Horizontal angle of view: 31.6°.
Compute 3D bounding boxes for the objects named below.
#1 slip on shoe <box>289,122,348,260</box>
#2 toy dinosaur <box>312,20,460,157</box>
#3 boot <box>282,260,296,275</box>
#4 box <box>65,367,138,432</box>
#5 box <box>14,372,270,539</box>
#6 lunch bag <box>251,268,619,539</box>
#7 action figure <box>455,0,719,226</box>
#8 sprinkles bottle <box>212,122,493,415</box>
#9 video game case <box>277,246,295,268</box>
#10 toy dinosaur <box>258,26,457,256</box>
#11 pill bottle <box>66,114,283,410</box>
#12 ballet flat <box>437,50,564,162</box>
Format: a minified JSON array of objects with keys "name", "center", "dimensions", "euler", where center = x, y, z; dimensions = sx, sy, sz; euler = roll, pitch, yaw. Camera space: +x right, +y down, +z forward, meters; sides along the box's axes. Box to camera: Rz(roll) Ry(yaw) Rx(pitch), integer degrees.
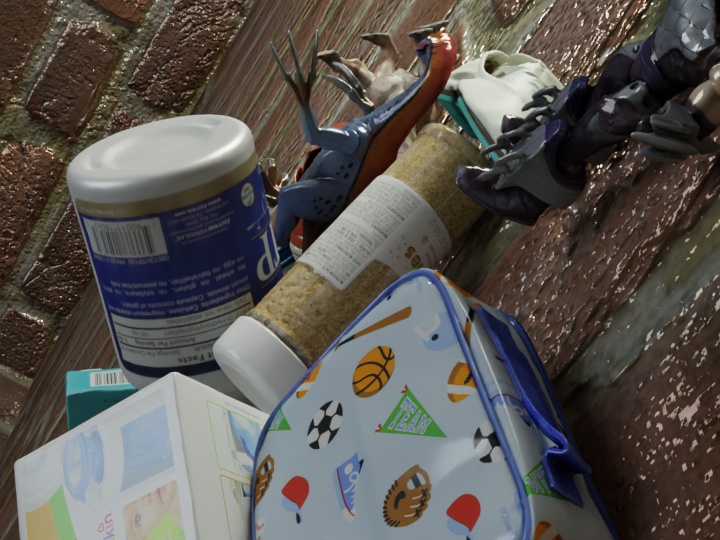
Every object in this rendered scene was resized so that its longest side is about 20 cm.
[{"name":"slip on shoe","center":[-0.018,-0.077,1.026],"dimensions":[0.201,0.073,0.062],"euler":[-72,-19,-58]},{"name":"toy dinosaur","center":[0.032,-0.112,0.968],"dimensions":[0.200,0.085,0.137],"euler":[-48,-51,-67]},{"name":"boot","center":[-0.054,0.097,0.916],"dimensions":[0.199,0.069,0.175],"euler":[-40,36,16]},{"name":"box","center":[-0.176,0.176,0.966],"dimensions":[0.049,0.081,0.203],"euler":[-129,36,-71]},{"name":"box","center":[-0.084,0.171,0.606],"dimensions":[0.112,0.101,0.202],"euler":[-29,55,21]},{"name":"lunch bag","center":[0.027,0.102,0.541],"dimensions":[0.160,0.075,0.201],"euler":[-45,33,19]},{"name":"action figure","center":[0.133,-0.090,0.604],"dimensions":[0.200,0.069,0.131],"euler":[-39,22,50]},{"name":"sprinkles bottle","center":[0.000,0.000,0.773],"dimensions":[0.200,0.068,0.068],"euler":[-47,11,-16]},{"name":"video game case","center":[-0.096,0.017,1.075],"dimensions":[0.199,0.018,0.143],"euler":[-37,-3,-29]},{"name":"toy dinosaur","center":[0.003,-0.077,0.856],"dimensions":[0.180,0.202,0.105],"euler":[-18,18,31]},{"name":"pill bottle","center":[-0.107,0.014,0.818],"dimensions":[0.120,0.118,0.203],"euler":[-99,-2,-66]},{"name":"ballet flat","center":[0.092,-0.103,0.783],"dimensions":[0.070,0.069,0.200],"euler":[-58,14,12]}]
